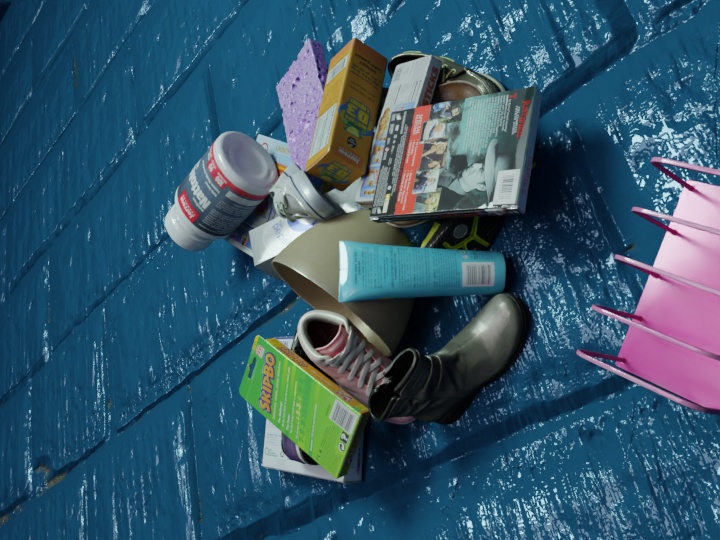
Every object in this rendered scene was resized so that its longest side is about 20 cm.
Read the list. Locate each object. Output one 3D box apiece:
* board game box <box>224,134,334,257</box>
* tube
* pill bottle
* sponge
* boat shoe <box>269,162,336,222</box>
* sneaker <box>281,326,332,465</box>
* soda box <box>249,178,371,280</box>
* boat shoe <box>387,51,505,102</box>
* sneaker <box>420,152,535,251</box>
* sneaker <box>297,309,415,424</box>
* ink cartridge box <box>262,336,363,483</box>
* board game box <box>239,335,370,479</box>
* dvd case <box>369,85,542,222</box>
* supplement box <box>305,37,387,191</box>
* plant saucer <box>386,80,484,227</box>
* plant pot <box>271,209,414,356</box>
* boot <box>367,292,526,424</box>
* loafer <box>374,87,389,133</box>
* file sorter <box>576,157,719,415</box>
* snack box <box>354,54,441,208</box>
[{"bbox_3d":[-0.132,-0.111,1.210,0.199,0.055,0.198,27,100,47],"label":"board game box"},{"bbox_3d":[0.072,0.002,0.861,0.051,0.197,0.078,101,169,-62],"label":"tube"},{"bbox_3d":[-0.238,-0.123,1.200,0.200,0.119,0.121,-41,53,33],"label":"pill bottle"},{"bbox_3d":[-0.079,-0.246,1.118,0.111,0.030,0.202,-42,50,41],"label":"sponge"},{"bbox_3d":[-0.085,-0.095,0.994,0.067,0.074,0.200,-43,17,2],"label":"boat shoe"},{"bbox_3d":[-0.087,0.167,1.016,0.087,0.075,0.203,-11,73,52],"label":"sneaker"},{"bbox_3d":[-0.064,-0.059,1.066,0.198,0.068,0.064,-24,60,18],"label":"soda box"},{"bbox_3d":[0.112,-0.250,0.977,0.201,0.060,0.073,36,105,46],"label":"boat shoe"},{"bbox_3d":[0.138,-0.085,0.907,0.201,0.075,0.077,-53,37,12],"label":"sneaker"},{"bbox_3d":[-0.005,0.122,0.918,0.200,0.105,0.076,40,84,11],"label":"sneaker"},{"bbox_3d":[-0.069,0.200,1.069,0.195,0.043,0.203,-7,75,48],"label":"ink cartridge box"},{"bbox_3d":[-0.079,0.171,0.938,0.199,0.030,0.097,31,110,30],"label":"board game box"},{"bbox_3d":[0.105,-0.129,0.830,0.198,0.022,0.148,-2,69,40],"label":"dvd case"},{"bbox_3d":[-0.017,-0.213,0.983,0.069,0.066,0.203,-25,47,51],"label":"supplement box"},{"bbox_3d":[0.093,-0.141,0.909,0.199,0.034,0.203,-31,46,37],"label":"plant saucer"},{"bbox_3d":[0.000,0.000,0.961,0.199,0.201,0.135,25,72,47],"label":"plant pot"},{"bbox_3d":[0.101,0.107,0.843,0.201,0.130,0.068,-57,46,20],"label":"boot"},{"bbox_3d":[-0.010,-0.245,1.097,0.199,0.070,0.070,24,78,47],"label":"loafer"},{"bbox_3d":[0.303,0.015,0.652,0.138,0.124,0.203,26,99,47],"label":"file sorter"},{"bbox_3d":[0.049,-0.180,0.937,0.071,0.024,0.203,3,72,51],"label":"snack box"}]
